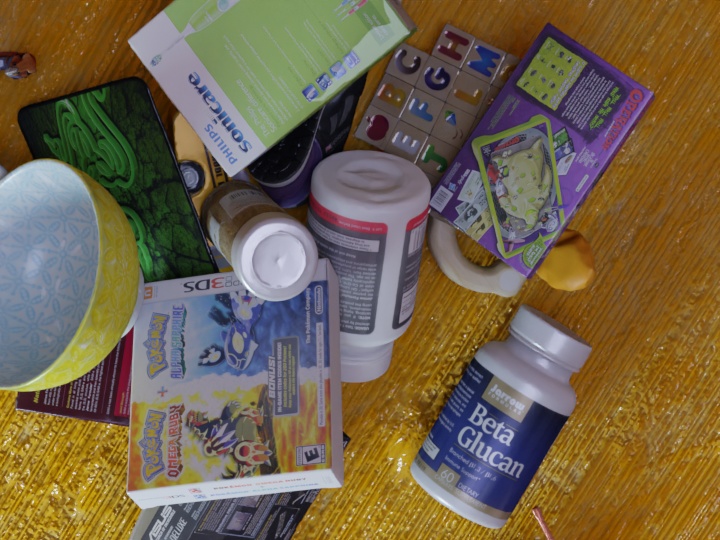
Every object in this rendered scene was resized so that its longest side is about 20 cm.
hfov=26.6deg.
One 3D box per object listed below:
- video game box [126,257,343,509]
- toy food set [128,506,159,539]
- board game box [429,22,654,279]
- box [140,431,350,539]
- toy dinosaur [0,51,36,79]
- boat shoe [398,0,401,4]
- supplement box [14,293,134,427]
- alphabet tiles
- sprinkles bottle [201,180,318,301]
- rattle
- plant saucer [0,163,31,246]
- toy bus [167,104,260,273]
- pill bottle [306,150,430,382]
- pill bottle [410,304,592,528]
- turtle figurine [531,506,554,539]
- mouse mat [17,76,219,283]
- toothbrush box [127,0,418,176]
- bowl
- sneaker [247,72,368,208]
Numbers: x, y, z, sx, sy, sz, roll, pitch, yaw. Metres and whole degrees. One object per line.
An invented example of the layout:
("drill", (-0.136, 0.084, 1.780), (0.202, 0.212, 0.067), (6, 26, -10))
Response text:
("video game box", (-0.108, 0.095, 1.310), (0.180, 0.202, 0.047), (-9, 151, 12))
("toy food set", (-0.160, 0.250, 1.495), (0.142, 0.060, 0.202), (20, 100, -26))
("board game box", (0.162, -0.108, 1.383), (0.120, 0.032, 0.201), (37, 96, 18))
("box", (-0.113, 0.217, 1.400), (0.157, 0.050, 0.201), (21, 101, -56))
("toy dinosaur", (-0.384, -0.182, 1.333), (0.181, 0.105, 0.201), (-31, 95, -22))
("boat shoe", (-0.057, -0.267, 1.365), (0.200, 0.075, 0.087), (14, 85, 10))
("supplement box", (-0.210, 0.090, 1.410), (0.198, 0.061, 0.110), (10, 87, -2))
("alphabet tiles", (0.100, -0.128, 1.417), (0.199, 0.006, 0.168), (28, 93, 15))
("sprinkles bottle", (-0.089, -0.029, 1.292), (0.067, 0.200, 0.069), (-3, 103, -14))
("rattle", (0.105, -0.047, 1.427), (0.199, 0.143, 0.130), (38, 108, -22))
("plant saucer", (-0.397, -0.036, 1.363), (0.198, 0.050, 0.202), (-12, 123, -18))
("toy bus", (-0.130, -0.060, 1.416), (0.077, 0.065, 0.202), (-16, 105, -9))
("pill bottle", (0.000, 0.000, 1.413), (0.109, 0.111, 0.202), (1, 122, -10))
("pill bottle", (0.142, 0.140, 1.488), (0.110, 0.111, 0.201), (28, 97, -15))
("turtle figurine", (0.156, 0.337, 1.562), (0.160, 0.065, 0.202), (-21, 115, 3))
("mouse mat", (-0.220, -0.067, 1.378), (0.160, 0.008, 0.202), (-10, 108, 33))
("toothbrush box", (-0.072, -0.201, 1.295), (0.199, 0.086, 0.146), (-38, 94, 11))
("bowl", (-0.252, 0.014, 1.319), (0.107, 0.200, 0.202), (20, 101, -48))
("sneaker", (-0.038, -0.152, 1.417), (0.075, 0.088, 0.201), (25, 76, 23))
